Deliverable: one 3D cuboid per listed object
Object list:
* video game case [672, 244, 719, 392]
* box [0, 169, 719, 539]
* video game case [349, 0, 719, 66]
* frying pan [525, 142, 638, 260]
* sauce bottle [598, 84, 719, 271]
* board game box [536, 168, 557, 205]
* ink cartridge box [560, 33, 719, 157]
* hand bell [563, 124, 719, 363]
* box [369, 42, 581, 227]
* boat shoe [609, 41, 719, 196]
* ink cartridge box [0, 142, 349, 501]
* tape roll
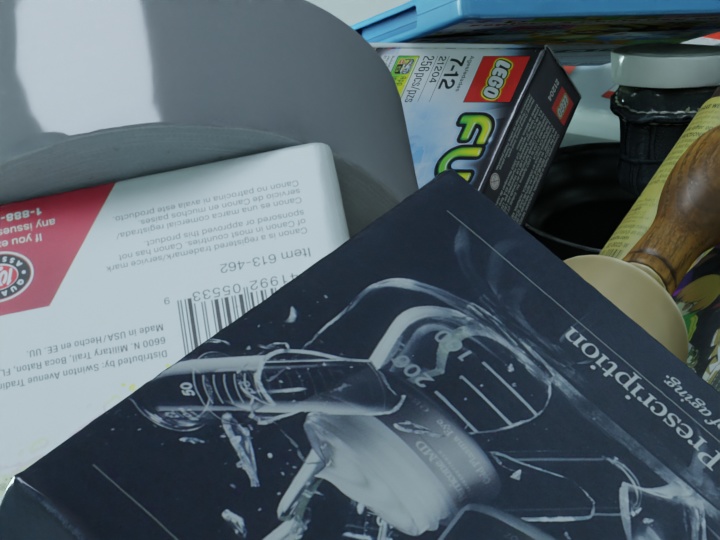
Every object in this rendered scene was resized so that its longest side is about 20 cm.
[{"bbox_3d":[0.150,0.049,0.902,0.181,0.036,0.200,-42,28,-9],"label":"video game case"},{"bbox_3d":[0.028,0.103,0.695,0.200,0.104,0.182,40,45,14],"label":"box"},{"bbox_3d":[0.076,-0.103,1.164,0.142,0.018,0.200,-2,-1,-17],"label":"video game case"},{"bbox_3d":[0.149,-0.032,1.192,0.189,0.031,0.115,-11,29,-26],"label":"frying pan"},{"bbox_3d":[0.152,-0.041,1.058,0.065,0.065,0.200,15,66,51],"label":"sauce bottle"},{"bbox_3d":[-0.049,-0.006,1.235,0.199,0.044,0.199,-29,26,-36],"label":"board game box"},{"bbox_3d":[0.117,-0.101,1.338,0.161,0.050,0.200,10,33,28],"label":"ink cartridge box"},{"bbox_3d":[0.099,0.000,0.931,0.104,0.105,0.200,1,33,33],"label":"hand bell"},{"bbox_3d":[0.000,0.000,1.073,0.110,0.035,0.201,3,57,37],"label":"box"},{"bbox_3d":[0.174,-0.066,1.166,0.199,0.061,0.075,-6,13,-40],"label":"boat shoe"},{"bbox_3d":[-0.061,0.075,0.851,0.145,0.083,0.201,-11,56,0],"label":"ink cartridge box"},{"bbox_3d":[-0.078,-0.014,0.958,0.199,0.201,0.066,-13,57,2],"label":"tape roll"}]
